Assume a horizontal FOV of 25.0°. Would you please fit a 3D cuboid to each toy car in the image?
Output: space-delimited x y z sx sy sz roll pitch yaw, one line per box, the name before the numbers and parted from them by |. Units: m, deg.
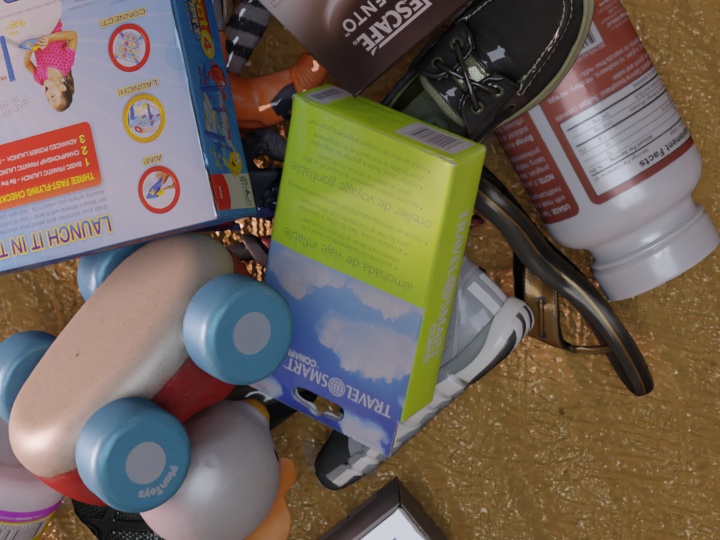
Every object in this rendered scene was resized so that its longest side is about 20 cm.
toy car | -0.099 0.096 1.009 0.177 0.184 0.200 -50 124 -13

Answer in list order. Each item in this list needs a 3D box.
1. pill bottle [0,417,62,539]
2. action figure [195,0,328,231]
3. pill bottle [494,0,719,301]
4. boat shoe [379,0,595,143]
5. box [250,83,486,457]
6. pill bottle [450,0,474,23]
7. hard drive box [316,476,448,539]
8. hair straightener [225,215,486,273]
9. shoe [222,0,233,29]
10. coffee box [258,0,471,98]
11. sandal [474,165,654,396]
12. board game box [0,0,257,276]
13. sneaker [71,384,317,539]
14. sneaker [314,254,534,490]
pill bottle | -0.275 0.180 1.080 0.104 0.104 0.201 32 116 -3
action figure | -0.069 -0.096 1.060 0.194 0.199 0.105 -55 49 27
pill bottle | 0.152 -0.087 1.059 0.112 0.112 0.201 -28 96 4
boat shoe | 0.064 -0.111 0.990 0.072 0.066 0.201 50 132 4
box | 0.000 0.000 1.007 0.121 0.048 0.201 24 118 26
pill bottle | 0.050 -0.264 1.032 0.104 0.104 0.201 -25 89 4
hard drive box | 0.029 0.273 1.123 0.156 0.077 0.200 -38 96 5
hair straightener | -0.012 0.008 1.106 0.198 0.041 0.078 -6 98 -4
shoe | -0.118 -0.177 1.079 0.069 0.053 0.202 2 99 1
coffee box | -0.027 -0.214 0.922 0.113 0.080 0.200 -38 108 26
sandal | 0.120 0.012 1.078 0.055 0.082 0.200 -42 108 6
board game box | -0.178 -0.107 0.968 0.199 0.056 0.197 -12 90 21
sneaker | -0.100 0.137 1.111 0.199 0.076 0.115 -29 98 7
sneaker | 0.014 0.052 1.086 0.116 0.075 0.200 48 117 2
